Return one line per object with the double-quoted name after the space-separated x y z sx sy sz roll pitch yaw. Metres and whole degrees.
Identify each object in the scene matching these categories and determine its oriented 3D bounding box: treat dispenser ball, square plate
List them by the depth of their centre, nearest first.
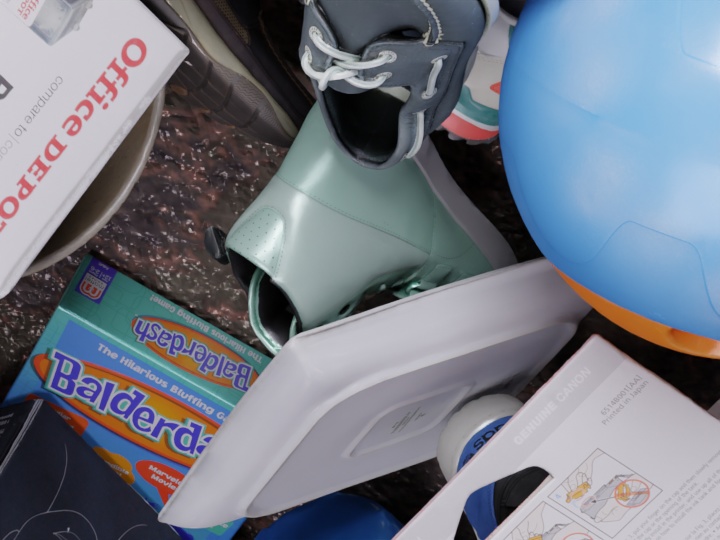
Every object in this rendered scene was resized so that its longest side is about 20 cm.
0.156 -0.064 1.099 0.200 0.201 0.201 14 138 13 "treat dispenser ball"
0.019 0.061 1.310 0.029 0.198 0.200 63 147 18 "square plate"

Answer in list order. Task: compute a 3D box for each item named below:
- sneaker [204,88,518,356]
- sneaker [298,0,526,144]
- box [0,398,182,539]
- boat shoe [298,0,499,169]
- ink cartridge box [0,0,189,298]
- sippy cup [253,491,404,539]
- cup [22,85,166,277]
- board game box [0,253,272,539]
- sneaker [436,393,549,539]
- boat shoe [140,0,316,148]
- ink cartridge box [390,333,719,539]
0.000 0.000 1.274 0.074 0.118 0.200 34 171 35 "sneaker"
0.015 -0.148 1.196 0.200 0.070 0.093 40 120 -14 "sneaker"
-0.190 0.215 1.494 0.124 0.197 0.200 -18 124 40 "box"
0.010 -0.090 1.087 0.073 0.062 0.200 29 170 9 "boat shoe"
-0.194 -0.104 1.158 0.200 0.146 0.085 44 161 -28 "ink cartridge box"
0.000 0.197 1.488 0.139 0.178 0.131 8 141 45 "sippy cup"
-0.211 -0.096 1.280 0.200 0.200 0.143 48 159 -24 "cup"
-0.126 0.094 1.521 0.152 0.045 0.200 30 139 -4 "board game box"
0.112 0.156 1.343 0.077 0.111 0.200 -33 129 -5 "sneaker"
-0.073 -0.133 1.226 0.074 0.073 0.200 20 158 49 "boat shoe"
0.109 0.128 1.231 0.176 0.045 0.200 35 116 -17 "ink cartridge box"
